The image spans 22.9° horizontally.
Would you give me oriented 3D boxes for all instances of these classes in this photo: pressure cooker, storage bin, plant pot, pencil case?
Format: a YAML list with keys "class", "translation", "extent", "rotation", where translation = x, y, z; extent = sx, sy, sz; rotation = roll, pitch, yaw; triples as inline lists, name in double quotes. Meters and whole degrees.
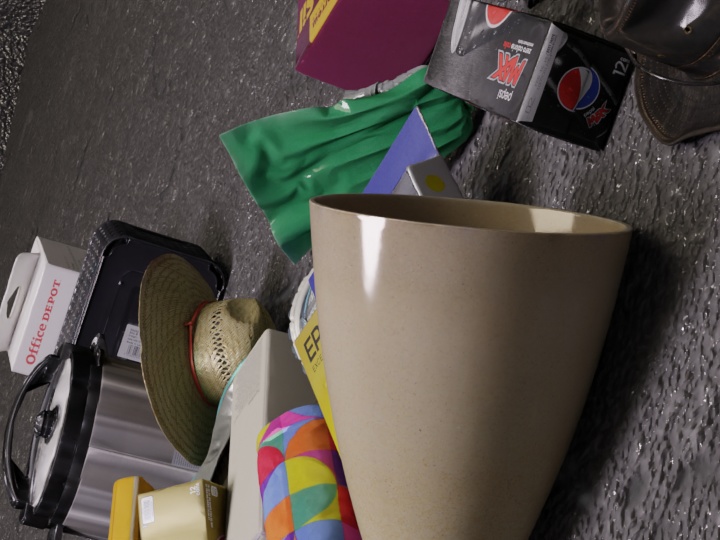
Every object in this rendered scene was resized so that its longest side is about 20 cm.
- class: "pressure cooker"
  translation: [-0.239, 0.167, 1.695]
  extent: [0.176, 0.198, 0.180]
  rotation: [-102, 32, -57]
- class: "storage bin"
  translation: [-0.239, 0.063, 1.888]
  extent: [0.094, 0.134, 0.201]
  rotation: [-143, 71, -70]
- class: "plant pot"
  translation: [0.054, 0.065, 1.034]
  extent: [0.187, 0.186, 0.202]
  rotation: [-152, 66, -71]
- class: "pencil case"
  translation: [-0.025, 0.184, 1.267]
  extent: [0.201, 0.088, 0.089]
  rotation: [-98, 31, -51]

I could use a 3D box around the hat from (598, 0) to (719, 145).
- class: "hat"
  translation: [0.181, -0.170, 0.985]
  extent: [0.202, 0.080, 0.201]
  rotation: [-90, 26, -42]

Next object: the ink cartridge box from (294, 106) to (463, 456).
- class: "ink cartridge box"
  translation: [0.021, 0.026, 1.228]
  extent: [0.198, 0.047, 0.201]
  rotation: [-57, 49, 42]

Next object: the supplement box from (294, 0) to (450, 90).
- class: "supplement box"
  translation: [0.016, -0.262, 1.496]
  extent: [0.131, 0.102, 0.201]
  rotation: [127, 152, -44]

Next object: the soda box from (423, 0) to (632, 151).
- class: "soda box"
  translation: [0.108, -0.135, 1.191]
  extent: [0.200, 0.063, 0.071]
  rotation: [-141, 69, -69]

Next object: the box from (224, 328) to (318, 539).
- class: "box"
  translation: [-0.062, 0.151, 1.418]
  extent: [0.082, 0.068, 0.201]
  rotation: [126, 153, -44]

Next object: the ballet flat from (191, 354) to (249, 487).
- class: "ballet flat"
  translation: [-0.102, 0.163, 1.556]
  extent: [0.064, 0.067, 0.201]
  rotation: [48, 124, 37]

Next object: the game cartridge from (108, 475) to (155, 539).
- class: "game cartridge"
  translation: [-0.157, 0.295, 1.441]
  extent: [0.032, 0.177, 0.201]
  rotation: [-13, 51, 21]

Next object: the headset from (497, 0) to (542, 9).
- class: "headset"
  translation: [0.096, -0.262, 1.243]
  extent: [0.094, 0.122, 0.201]
  rotation: [102, 158, -49]

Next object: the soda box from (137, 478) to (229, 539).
- class: "soda box"
  translation: [-0.126, 0.272, 1.397]
  extent: [0.064, 0.068, 0.202]
  rotation: [-15, 68, 21]

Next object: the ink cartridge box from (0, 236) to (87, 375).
- class: "ink cartridge box"
  translation: [-0.305, 0.053, 1.986]
  extent: [0.125, 0.199, 0.129]
  rotation: [-133, 63, -68]

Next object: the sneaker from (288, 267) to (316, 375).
- class: "sneaker"
  translation: [0.000, 0.000, 1.363]
  extent: [0.086, 0.077, 0.201]
  rotation: [-39, 38, 53]

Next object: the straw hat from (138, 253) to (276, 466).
- class: "straw hat"
  translation: [-0.118, 0.072, 1.606]
  extent: [0.084, 0.201, 0.202]
  rotation: [-15, 50, 21]

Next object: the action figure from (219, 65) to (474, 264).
- class: "action figure"
  translation: [0.010, -0.100, 1.330]
  extent: [0.199, 0.119, 0.055]
  rotation: [-26, 27, 9]
